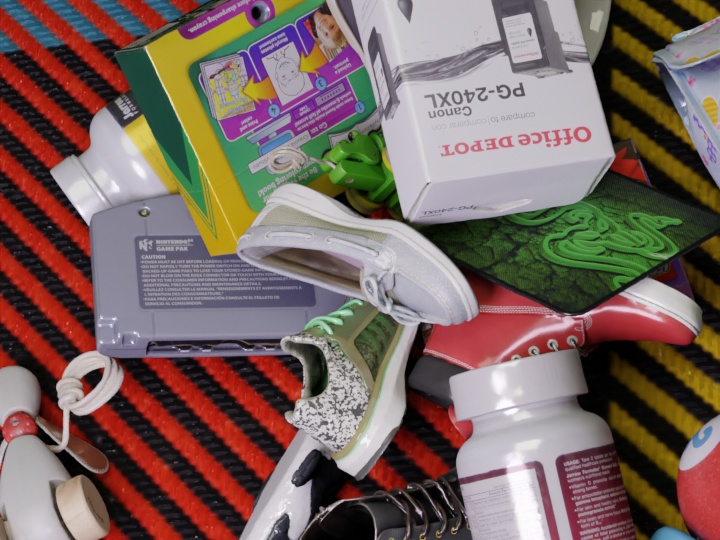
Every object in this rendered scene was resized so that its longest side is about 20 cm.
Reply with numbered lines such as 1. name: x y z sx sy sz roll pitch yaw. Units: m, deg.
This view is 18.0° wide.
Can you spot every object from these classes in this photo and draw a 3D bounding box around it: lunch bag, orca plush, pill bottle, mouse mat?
1. lunch bag: 0.321 -0.131 1.671 0.169 0.127 0.200 -23 50 3
2. orca plush: -0.040 0.188 1.641 0.071 0.105 0.200 33 43 -7
3. pill bottle: 0.126 0.160 1.537 0.109 0.110 0.200 -14 84 11
4. pill bottle: -0.144 -0.106 1.822 0.200 0.112 0.112 -36 56 -4
5. mouse mat: 0.142 -0.032 1.638 0.161 0.008 0.200 -29 36 -29

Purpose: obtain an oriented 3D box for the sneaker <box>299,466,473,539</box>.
1. sneaker: 0.055 0.174 1.596 0.200 0.106 0.075 -35 56 -3

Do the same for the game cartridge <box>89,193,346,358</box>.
1. game cartridge: -0.107 0.002 1.750 0.200 0.041 0.133 0 62 -11

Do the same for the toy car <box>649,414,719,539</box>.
1. toy car: 0.279 0.132 1.488 0.177 0.200 0.184 30 74 30

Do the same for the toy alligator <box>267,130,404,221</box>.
1. toy alligator: 0.009 -0.082 1.720 0.059 0.200 0.054 -43 47 36

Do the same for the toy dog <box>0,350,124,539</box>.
1. toy dog: -0.237 0.166 1.728 0.132 0.096 0.200 -9 44 17

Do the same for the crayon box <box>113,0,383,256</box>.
1. crayon box: -0.063 -0.133 1.738 0.200 0.173 0.058 -32 16 -29

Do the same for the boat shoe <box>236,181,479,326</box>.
1. boat shoe: -0.001 -0.001 1.633 0.202 0.074 0.065 27 66 34

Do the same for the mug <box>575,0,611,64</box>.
1. mug: 0.093 -0.229 1.824 0.200 0.177 0.134 7 109 27

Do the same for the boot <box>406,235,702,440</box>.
1. boot: 0.136 0.063 1.617 0.200 0.072 0.144 11 70 29

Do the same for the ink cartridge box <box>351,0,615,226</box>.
1. ink cartridge box: 0.085 -0.146 1.631 0.145 0.083 0.200 -9 73 -15

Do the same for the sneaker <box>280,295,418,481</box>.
1. sneaker: -0.012 0.052 1.651 0.077 0.089 0.200 -45 27 37

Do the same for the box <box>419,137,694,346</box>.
1. box: 0.135 -0.003 1.710 0.200 0.039 0.137 -22 58 6

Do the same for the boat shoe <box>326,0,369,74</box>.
1. boat shoe: 0.050 -0.157 1.739 0.073 0.200 0.063 -47 22 -27
